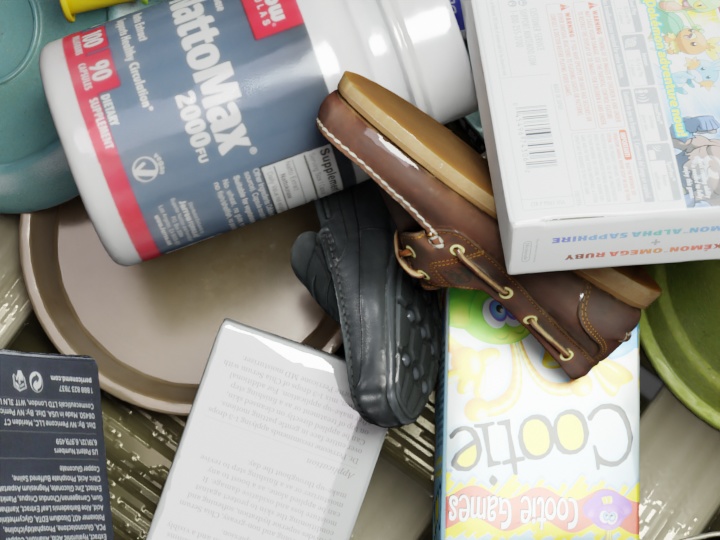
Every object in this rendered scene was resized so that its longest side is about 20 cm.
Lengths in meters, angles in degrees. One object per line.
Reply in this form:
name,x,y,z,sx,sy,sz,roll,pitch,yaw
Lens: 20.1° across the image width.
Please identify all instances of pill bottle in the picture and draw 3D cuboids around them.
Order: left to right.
pill bottle,-0.049,-0.090,1.021,0.199,0.120,0.120,-20,81,-1

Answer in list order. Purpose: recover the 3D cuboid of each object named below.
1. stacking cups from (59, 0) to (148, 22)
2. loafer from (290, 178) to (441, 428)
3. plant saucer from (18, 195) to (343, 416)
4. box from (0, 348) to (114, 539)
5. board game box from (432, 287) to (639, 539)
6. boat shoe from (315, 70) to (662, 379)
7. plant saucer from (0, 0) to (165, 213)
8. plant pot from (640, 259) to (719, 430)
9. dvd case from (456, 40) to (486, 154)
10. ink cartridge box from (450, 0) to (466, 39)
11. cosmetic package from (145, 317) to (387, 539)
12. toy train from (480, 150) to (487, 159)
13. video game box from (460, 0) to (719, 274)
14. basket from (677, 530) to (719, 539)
stacking cups,-0.059,-0.174,1.038,0.199,0.061,0.061,-11,81,0
loafer,0.000,0.000,1.054,0.070,0.068,0.201,-16,48,14
plant saucer,-0.089,-0.018,1.131,0.199,0.029,0.201,0,80,0
box,-0.233,0.153,1.023,0.196,0.117,0.201,-12,80,26
board game box,0.092,0.055,1.081,0.103,0.105,0.201,2,81,0
boat shoe,0.053,-0.016,0.975,0.200,0.070,0.070,35,107,-20
plant saucer,-0.197,-0.132,1.110,0.199,0.027,0.201,0,90,23
plant pot,0.246,-0.013,1.051,0.199,0.184,0.201,0,81,1
dvd case,0.064,-0.186,1.162,0.146,0.022,0.200,-38,81,-6
ink cartridge box,0.078,-0.231,1.094,0.199,0.047,0.198,-11,109,-4
cosmetic package,-0.058,0.135,1.068,0.101,0.071,0.201,20,89,-3
toy train,0.145,-0.085,1.069,0.200,0.116,0.085,-36,111,4
video game box,0.144,-0.094,0.951,0.181,0.047,0.201,-5,54,-2
basket,0.165,0.203,1.007,0.180,0.200,0.137,-14,80,-3
